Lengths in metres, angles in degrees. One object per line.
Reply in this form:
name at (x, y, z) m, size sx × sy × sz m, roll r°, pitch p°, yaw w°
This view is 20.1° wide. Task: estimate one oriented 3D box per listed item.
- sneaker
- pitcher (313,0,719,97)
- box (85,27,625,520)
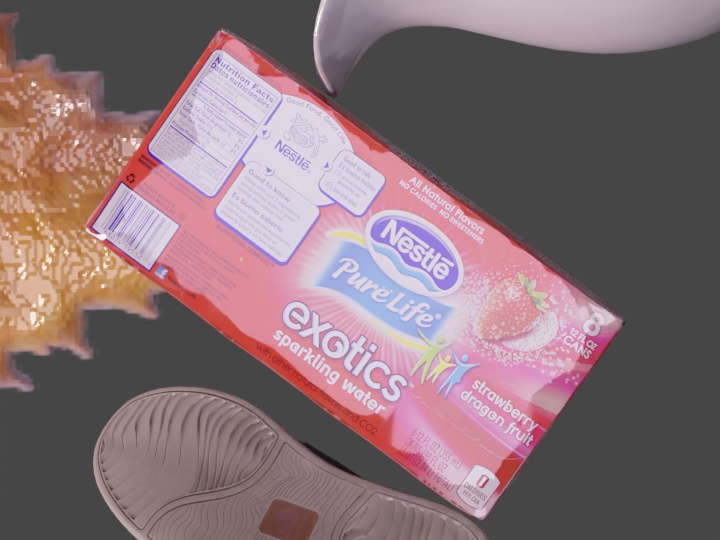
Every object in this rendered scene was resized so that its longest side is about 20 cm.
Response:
sneaker at (-0.021, 0.123, 0.856) m, size 0.199 × 0.106 × 0.075 m, roll 23°, pitch 69°, yaw 30°
pitcher at (0.069, -0.167, 0.802) m, size 0.198 × 0.121 × 0.173 m, roll -9°, pitch 97°, yaw -1°
box at (0.000, 0.000, 0.833) m, size 0.199 × 0.095 × 0.100 m, roll 36°, pitch 95°, yaw 2°
